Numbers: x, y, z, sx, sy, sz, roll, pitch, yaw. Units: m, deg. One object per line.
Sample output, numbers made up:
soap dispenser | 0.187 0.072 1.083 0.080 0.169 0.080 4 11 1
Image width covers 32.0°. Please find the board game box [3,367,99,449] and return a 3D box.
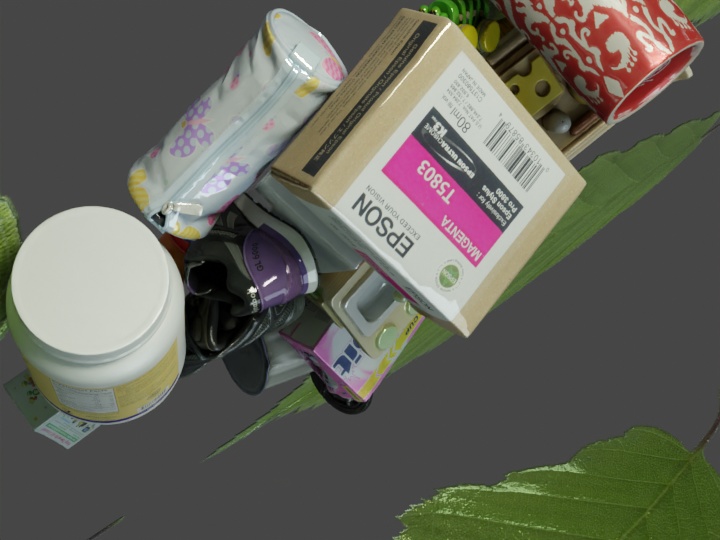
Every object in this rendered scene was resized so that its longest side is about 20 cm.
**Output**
board game box | -0.267 0.101 1.354 0.200 0.064 0.148 -37 167 -9

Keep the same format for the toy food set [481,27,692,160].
toy food set | 0.209 -0.185 1.217 0.200 0.144 0.060 -38 -161 -3

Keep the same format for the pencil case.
pencil case | -0.099 -0.112 0.991 0.200 0.083 0.091 -43 179 23

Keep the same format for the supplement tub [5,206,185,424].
supplement tub | -0.221 0.041 1.064 0.145 0.146 0.200 -33 167 -17

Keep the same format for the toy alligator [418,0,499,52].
toy alligator | 0.073 -0.225 1.153 0.199 0.059 0.055 -24 122 -50

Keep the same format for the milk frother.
milk frother | -0.069 0.103 1.501 0.187 0.202 0.180 -17 -171 -31

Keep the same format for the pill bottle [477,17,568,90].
pill bottle | 0.166 -0.207 1.293 0.199 0.112 0.111 -20 165 -8

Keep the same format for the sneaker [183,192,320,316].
sneaker | -0.125 -0.023 1.075 0.087 0.200 0.076 -28 124 -27

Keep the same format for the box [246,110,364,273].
box | -0.010 -0.088 1.100 0.152 0.106 0.200 -48 -173 -7

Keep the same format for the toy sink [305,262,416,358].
toy sink | 0.000 0.000 1.257 0.112 0.200 0.130 -48 144 -8

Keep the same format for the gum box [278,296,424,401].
gum box | 0.008 0.037 1.389 0.201 0.066 0.114 -54 132 -13

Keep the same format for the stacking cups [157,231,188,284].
stacking cups | -0.201 0.013 1.224 0.200 0.061 0.060 -43 167 19

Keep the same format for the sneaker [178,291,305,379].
sneaker | -0.160 0.057 1.207 0.198 0.077 0.114 -22 174 25

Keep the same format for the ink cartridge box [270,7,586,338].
ink cartridge box | 0.057 -0.072 0.967 0.165 0.200 0.075 -52 -146 -6

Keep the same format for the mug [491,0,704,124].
mug | 0.211 -0.249 1.098 0.177 0.200 0.134 -33 167 -17
